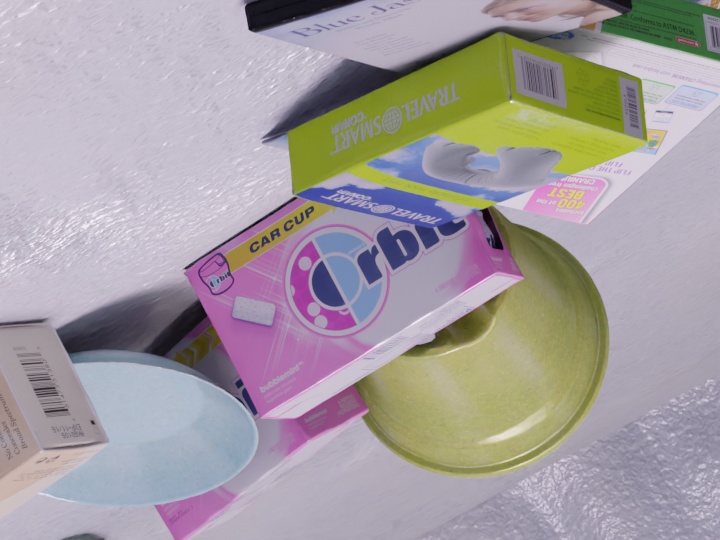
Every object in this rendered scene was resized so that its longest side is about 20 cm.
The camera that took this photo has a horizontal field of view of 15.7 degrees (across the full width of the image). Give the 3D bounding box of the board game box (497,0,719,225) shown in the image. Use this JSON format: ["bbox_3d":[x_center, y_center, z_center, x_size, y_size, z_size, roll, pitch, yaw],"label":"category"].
[{"bbox_3d":[0.125,-0.104,1.602,0.153,0.040,0.200,12,148,-25],"label":"board game box"}]

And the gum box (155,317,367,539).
[{"bbox_3d":[-0.096,0.105,1.879,0.066,0.114,0.200,-24,168,-43],"label":"gum box"}]

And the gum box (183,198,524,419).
[{"bbox_3d":[0.000,0.000,1.717,0.200,0.114,0.066,-32,167,15],"label":"gum box"}]

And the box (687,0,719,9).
[{"bbox_3d":[0.189,-0.151,1.704,0.137,0.040,0.200,-28,167,-10],"label":"box"}]

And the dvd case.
[{"bbox_3d":[0.046,-0.139,1.385,0.142,0.018,0.200,-14,171,24],"label":"dvd case"}]

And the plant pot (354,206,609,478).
[{"bbox_3d":[0.063,0.028,1.851,0.200,0.201,0.184,-30,156,4],"label":"plant pot"}]

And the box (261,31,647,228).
[{"bbox_3d":[0.052,-0.075,1.518,0.122,0.048,0.200,13,155,-42],"label":"box"}]

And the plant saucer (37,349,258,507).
[{"bbox_3d":[-0.170,0.099,1.787,0.201,0.039,0.201,-1,148,-1],"label":"plant saucer"}]

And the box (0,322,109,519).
[{"bbox_3d":[-0.269,0.123,1.673,0.200,0.095,0.078,-36,164,25],"label":"box"}]
